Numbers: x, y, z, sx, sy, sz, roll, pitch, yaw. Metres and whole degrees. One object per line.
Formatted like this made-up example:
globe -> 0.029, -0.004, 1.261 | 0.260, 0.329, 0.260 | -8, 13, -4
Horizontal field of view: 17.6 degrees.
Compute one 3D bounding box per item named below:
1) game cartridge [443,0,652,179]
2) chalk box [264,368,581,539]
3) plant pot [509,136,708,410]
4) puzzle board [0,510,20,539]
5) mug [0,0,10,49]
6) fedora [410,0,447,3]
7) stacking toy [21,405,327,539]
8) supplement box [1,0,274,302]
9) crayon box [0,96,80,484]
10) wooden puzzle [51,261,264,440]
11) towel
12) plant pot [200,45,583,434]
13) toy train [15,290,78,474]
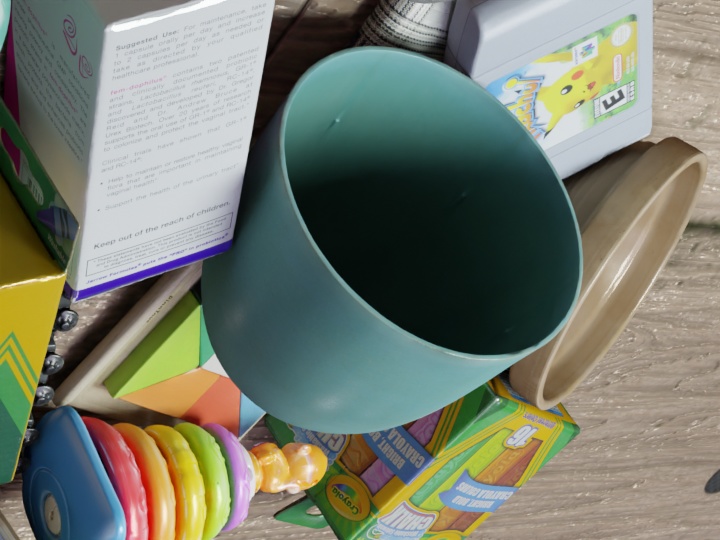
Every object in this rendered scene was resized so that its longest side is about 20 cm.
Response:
game cartridge -> 0.114, -0.117, 1.410 | 0.132, 0.041, 0.201 | -24, 148, -7
chalk box -> 0.027, 0.123, 1.628 | 0.200, 0.124, 0.125 | -46, 147, 17
plant pot -> 0.140, -0.015, 1.552 | 0.201, 0.092, 0.201 | -49, 162, -22
puzzle board -> -0.188, 0.214, 1.441 | 0.017, 0.200, 0.151 | -34, 159, -11
mug -> -0.225, -0.118, 1.053 | 0.152, 0.115, 0.185 | -46, 148, 17
fedora -> 0.072, -0.236, 1.211 | 0.199, 0.090, 0.177 | -28, 151, -25
stacking toy -> -0.109, 0.137, 1.491 | 0.199, 0.110, 0.116 | -10, 144, -30
supplement box -> -0.120, -0.096, 1.201 | 0.103, 0.101, 0.201 | -19, 146, -25
crayon box -> -0.214, 0.008, 1.228 | 0.051, 0.126, 0.201 | -13, 142, -32
wooden puzzle -> -0.078, 0.043, 1.498 | 0.185, 0.037, 0.199 | -46, 148, 16
towel -> 0.045, -0.097, 1.431 | 0.199, 0.035, 0.193 | 7, 129, -50
plant pot -> 0.000, 0.000, 1.330 | 0.199, 0.202, 0.161 | -6, 154, -40
toy train -> -0.204, 0.055, 1.395 | 0.045, 0.034, 0.201 | -1, 137, -26
